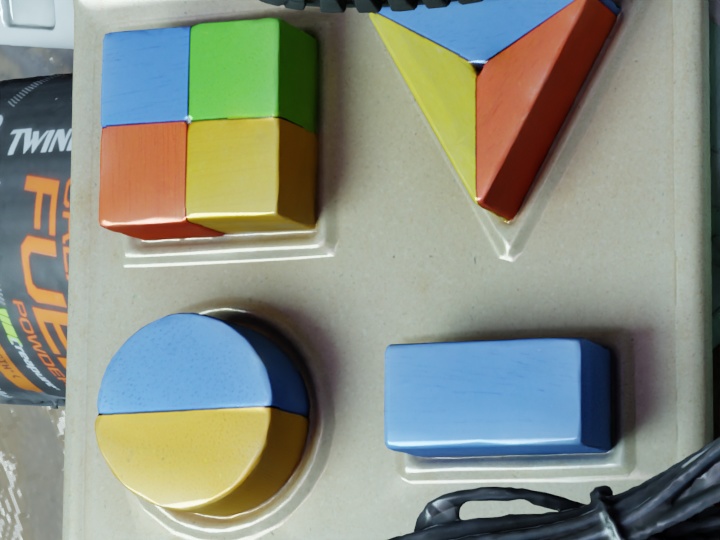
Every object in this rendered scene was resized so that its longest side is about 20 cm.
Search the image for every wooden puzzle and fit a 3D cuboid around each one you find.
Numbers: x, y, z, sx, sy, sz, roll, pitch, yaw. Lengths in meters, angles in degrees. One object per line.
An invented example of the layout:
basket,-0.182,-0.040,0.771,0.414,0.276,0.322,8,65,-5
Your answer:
wooden puzzle,0.000,0.000,0.731,0.184,0.046,0.202,-3,86,21

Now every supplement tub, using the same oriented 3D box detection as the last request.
supplement tub,-0.045,-0.012,0.843,0.199,0.107,0.108,-3,101,38

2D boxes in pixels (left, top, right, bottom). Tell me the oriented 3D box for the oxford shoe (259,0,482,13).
oxford shoe,0.048,-0.125,0.684,0.199,0.073,0.085,-23,58,16

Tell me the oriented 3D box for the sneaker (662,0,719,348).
sneaker,0.128,-0.001,0.738,0.200,0.073,0.119,40,117,32

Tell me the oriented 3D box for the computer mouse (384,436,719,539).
computer mouse,0.074,0.118,0.685,0.138,0.200,0.053,-19,52,2

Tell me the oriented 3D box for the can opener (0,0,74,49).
can opener,-0.064,-0.090,0.860,0.199,0.067,0.054,7,108,35

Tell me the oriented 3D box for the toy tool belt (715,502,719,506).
toy tool belt,0.053,0.111,0.812,0.198,0.125,0.124,3,125,19
